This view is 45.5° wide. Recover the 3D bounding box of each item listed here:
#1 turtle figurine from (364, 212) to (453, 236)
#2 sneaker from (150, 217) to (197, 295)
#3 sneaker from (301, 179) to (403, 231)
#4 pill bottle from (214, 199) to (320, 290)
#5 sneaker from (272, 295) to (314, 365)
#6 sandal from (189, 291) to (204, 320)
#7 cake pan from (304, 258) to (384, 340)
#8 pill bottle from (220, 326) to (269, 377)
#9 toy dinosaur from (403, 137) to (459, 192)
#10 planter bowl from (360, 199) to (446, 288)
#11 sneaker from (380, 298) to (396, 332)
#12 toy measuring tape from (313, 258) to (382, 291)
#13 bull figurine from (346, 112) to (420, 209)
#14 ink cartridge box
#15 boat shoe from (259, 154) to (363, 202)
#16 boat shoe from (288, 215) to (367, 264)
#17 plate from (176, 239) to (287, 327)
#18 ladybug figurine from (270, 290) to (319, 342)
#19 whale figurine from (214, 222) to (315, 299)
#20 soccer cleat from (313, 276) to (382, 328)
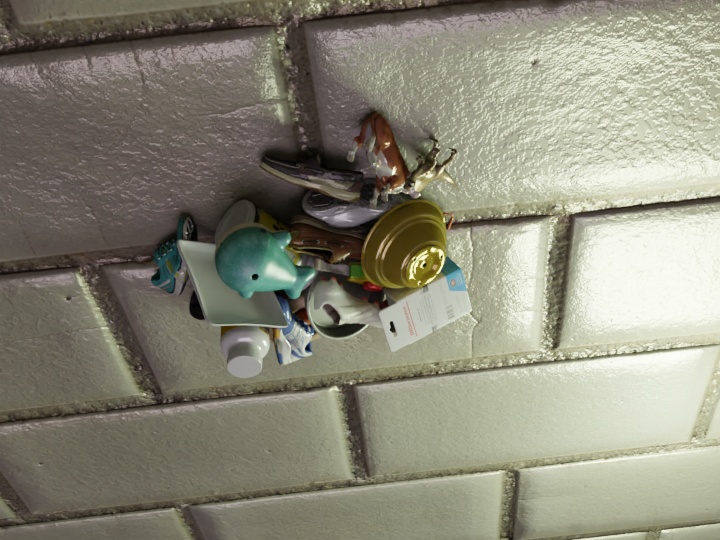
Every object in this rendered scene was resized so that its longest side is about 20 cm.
[{"bbox_3d":[0.091,-0.055,1.760,0.159,0.065,0.201,19,131,-24],"label":"turtle figurine"},{"bbox_3d":[-0.379,-0.027,1.732,0.079,0.078,0.201,19,130,-8],"label":"sneaker"},{"bbox_3d":[-0.012,-0.119,1.687,0.197,0.079,0.100,-1,145,6],"label":"sneaker"},{"bbox_3d":[-0.181,-0.044,1.704,0.114,0.115,0.199,-35,130,27],"label":"pill bottle"},{"bbox_3d":[-0.144,0.118,1.815,0.087,0.076,0.201,-12,142,-9],"label":"sneaker"},{"bbox_3d":[-0.312,0.058,1.788,0.048,0.077,0.199,-1,170,-43],"label":"sandal"},{"bbox_3d":[-0.036,0.047,1.803,0.198,0.037,0.203,-15,118,-30],"label":"cake pan"},{"bbox_3d":[-0.243,0.123,1.807,0.103,0.202,0.105,-3,137,-3],"label":"pill bottle"},{"bbox_3d":[0.136,-0.192,1.620,0.199,0.058,0.102,-11,132,-54],"label":"toy dinosaur"},{"bbox_3d":[0.106,-0.030,1.674,0.198,0.084,0.202,-20,133,-23],"label":"planter bowl"},{"bbox_3d":[0.114,0.047,1.870,0.199,0.087,0.074,-34,125,-5],"label":"sneaker"},{"bbox_3d":[0.000,0.000,1.733,0.198,0.074,0.074,13,135,-40],"label":"toy measuring tape"},{"bbox_3d":[0.046,-0.192,1.589,0.064,0.122,0.201,0,137,35],"label":"bull figurine"},{"bbox_3d":[0.124,0.070,1.793,0.198,0.067,0.117,-26,123,-11],"label":"ink cartridge box"},{"bbox_3d":[-0.089,-0.186,1.607,0.197,0.073,0.066,17,101,-9],"label":"boat shoe"},{"bbox_3d":[-0.052,-0.043,1.679,0.197,0.069,0.072,16,156,-18],"label":"boat shoe"},{"bbox_3d":[-0.254,0.034,1.674,0.198,0.201,0.032,6,137,-47],"label":"plate"},{"bbox_3d":[-0.128,0.094,1.883,0.199,0.073,0.136,-31,130,23],"label":"ladybug figurine"},{"bbox_3d":[-0.174,-0.001,1.595,0.199,0.104,0.160,29,109,-31],"label":"whale figurine"},{"bbox_3d":[-0.022,0.084,1.755,0.199,0.079,0.069,32,154,-35],"label":"soccer cleat"}]
